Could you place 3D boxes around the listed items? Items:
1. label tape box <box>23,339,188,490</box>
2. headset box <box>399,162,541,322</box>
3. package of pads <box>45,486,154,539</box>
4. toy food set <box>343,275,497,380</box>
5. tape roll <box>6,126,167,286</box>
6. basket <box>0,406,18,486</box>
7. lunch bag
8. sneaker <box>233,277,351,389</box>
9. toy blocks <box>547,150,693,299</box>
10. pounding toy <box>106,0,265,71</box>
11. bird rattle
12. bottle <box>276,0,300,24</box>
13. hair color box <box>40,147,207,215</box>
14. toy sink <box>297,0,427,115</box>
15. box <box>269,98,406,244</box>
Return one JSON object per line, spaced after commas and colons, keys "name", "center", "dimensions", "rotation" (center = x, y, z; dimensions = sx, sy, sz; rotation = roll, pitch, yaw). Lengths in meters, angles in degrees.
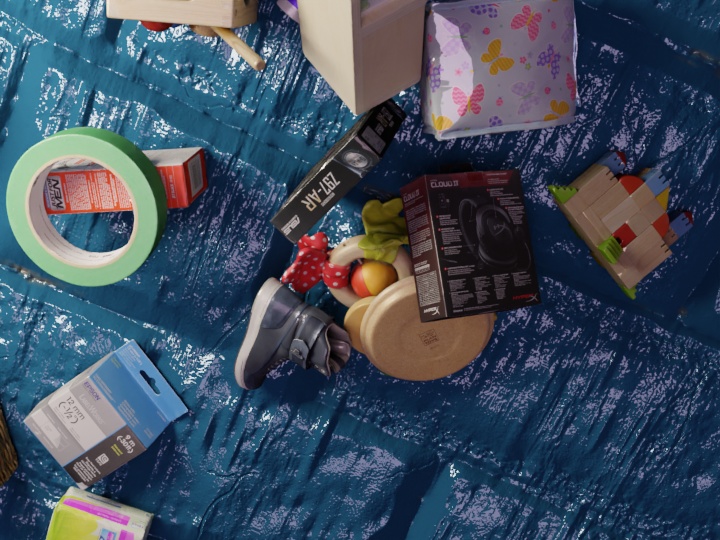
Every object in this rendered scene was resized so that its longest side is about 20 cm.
{"name": "label tape box", "center": [-0.384, 0.220, 1.373], "dimensions": [0.199, 0.066, 0.144], "rotation": [-33, 102, 15]}
{"name": "headset box", "center": [0.141, -0.043, 1.181], "dimensions": [0.147, 0.077, 0.202], "rotation": [-7, 83, -26]}
{"name": "package of pads", "center": [-0.433, 0.459, 1.450], "dimensions": [0.153, 0.068, 0.202], "rotation": [19, 108, -2]}
{"name": "toy food set", "center": [0.091, 0.080, 1.270], "dimensions": [0.199, 0.049, 0.198], "rotation": [-38, 123, 18]}
{"name": "tape roll", "center": [-0.351, -0.081, 1.168], "dimensions": [0.198, 0.048, 0.203], "rotation": [1, 110, 4]}
{"name": "basket", "center": [-0.632, 0.252, 1.362], "dimensions": [0.147, 0.143, 0.202], "rotation": [-8, 107, 6]}
{"name": "lunch bag", "center": [0.174, -0.259, 1.141], "dimensions": [0.197, 0.127, 0.172], "rotation": [-8, 106, -5]}
{"name": "sneaker", "center": [-0.095, 0.124, 1.278], "dimensions": [0.145, 0.077, 0.203], "rotation": [29, 131, 9]}
{"name": "toy blocks", "center": [0.359, -0.080, 1.212], "dimensions": [0.136, 0.100, 0.200], "rotation": [-40, 101, 3]}
{"name": "pounding toy", "center": [-0.197, -0.337, 1.118], "dimensions": [0.197, 0.184, 0.144], "rotation": [6, 108, 3]}
{"name": "bird rattle", "center": [0.000, 0.000, 1.257], "dimensions": [0.199, 0.113, 0.163], "rotation": [-29, 119, 16]}
{"name": "bottle", "center": [-0.029, -0.403, 1.136], "dimensions": [0.065, 0.084, 0.200], "rotation": [29, 111, -33]}
{"name": "hair color box", "center": [-0.320, -0.123, 1.235], "dimensions": [0.197, 0.111, 0.065], "rotation": [-1, 109, 6]}
{"name": "toy sink", "center": [0.002, -0.312, 1.077], "dimensions": [0.111, 0.201, 0.131], "rotation": [-31, 63, -15]}
{"name": "box", "center": [-0.024, -0.133, 1.148], "dimensions": [0.044, 0.200, 0.160], "rotation": [43, 115, -9]}
